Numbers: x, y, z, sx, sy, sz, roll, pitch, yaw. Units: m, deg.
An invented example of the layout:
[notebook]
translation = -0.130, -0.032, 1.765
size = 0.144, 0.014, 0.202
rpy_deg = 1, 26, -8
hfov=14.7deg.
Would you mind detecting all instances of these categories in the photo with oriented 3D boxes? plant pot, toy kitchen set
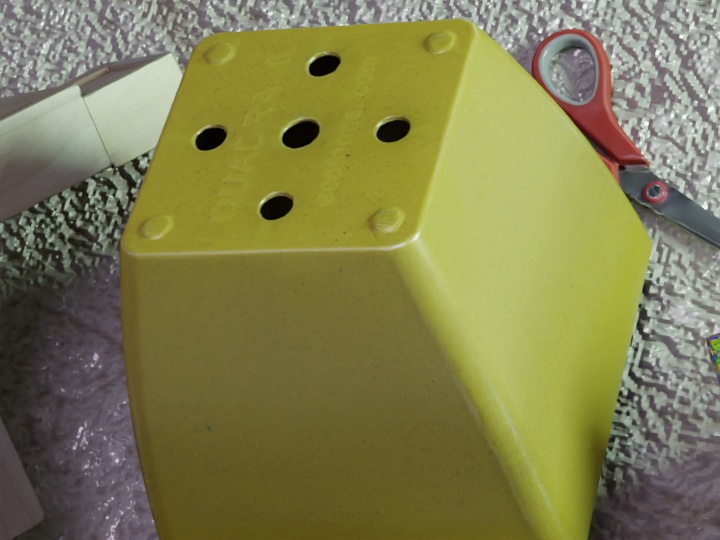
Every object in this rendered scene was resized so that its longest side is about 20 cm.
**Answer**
[plant pot]
translation = 0.000, 0.000, 1.236
size = 0.200, 0.176, 0.200
rpy_deg = -1, 48, 21
[toy kitchen set]
translation = -0.178, 0.011, 1.410
size = 0.200, 0.181, 0.163
rpy_deg = -30, 14, -27

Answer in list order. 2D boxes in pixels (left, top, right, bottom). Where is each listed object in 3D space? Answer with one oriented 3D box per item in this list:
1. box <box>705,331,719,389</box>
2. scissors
[box]
translation = 0.270, 0.104, 1.153
size = 0.192, 0.122, 0.200
rpy_deg = -19, 64, 14
[scissors]
translation = 0.127, -0.037, 1.329
size = 0.073, 0.014, 0.200
rpy_deg = -39, 62, 1
